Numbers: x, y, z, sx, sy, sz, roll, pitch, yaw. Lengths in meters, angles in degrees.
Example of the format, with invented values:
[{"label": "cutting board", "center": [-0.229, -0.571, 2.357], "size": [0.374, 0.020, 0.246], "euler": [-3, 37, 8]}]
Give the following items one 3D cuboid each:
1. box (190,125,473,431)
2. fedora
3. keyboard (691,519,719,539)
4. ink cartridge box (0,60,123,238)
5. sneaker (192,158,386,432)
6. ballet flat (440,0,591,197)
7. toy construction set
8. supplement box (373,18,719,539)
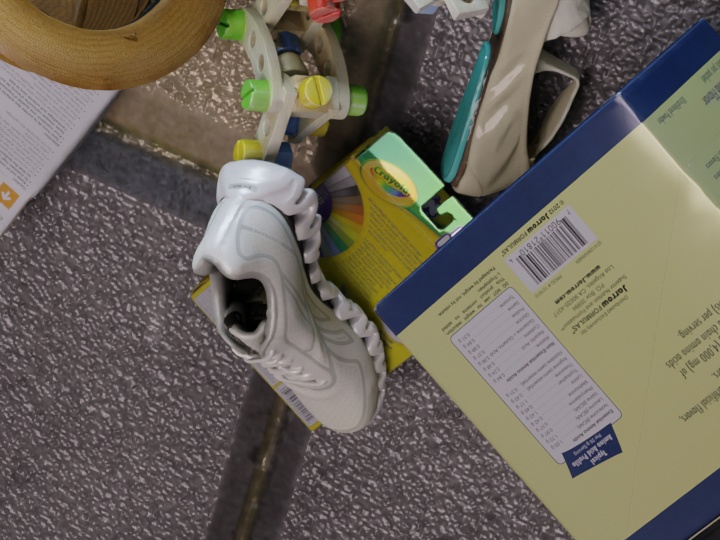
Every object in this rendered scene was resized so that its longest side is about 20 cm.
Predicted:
[{"label": "box", "center": [0.000, 0.000, 1.771], "size": [0.117, 0.048, 0.200], "euler": [48, 133, -4]}, {"label": "fedora", "center": [-0.171, -0.176, 1.691], "size": [0.201, 0.201, 0.082], "euler": [46, 139, -3]}, {"label": "keyboard", "center": [0.227, 0.128, 1.654], "size": [0.021, 0.200, 0.127], "euler": [50, 126, 14]}, {"label": "ink cartridge box", "center": [-0.238, -0.149, 1.818], "size": [0.196, 0.043, 0.200], "euler": [41, 125, -2]}, {"label": "sneaker", "center": [-0.045, 0.031, 1.719], "size": [0.075, 0.081, 0.200], "euler": [1, 137, 30]}, {"label": "ballet flat", "center": [0.095, -0.129, 1.672], "size": [0.069, 0.069, 0.200], "euler": [22, 124, 13]}, {"label": "toy construction set", "center": [-0.013, -0.148, 1.665], "size": [0.200, 0.092, 0.131], "euler": [-36, 53, 43]}, {"label": "supplement box", "center": [0.158, 0.018, 1.567], "size": [0.200, 0.134, 0.200], "euler": [49, 123, 1]}]
